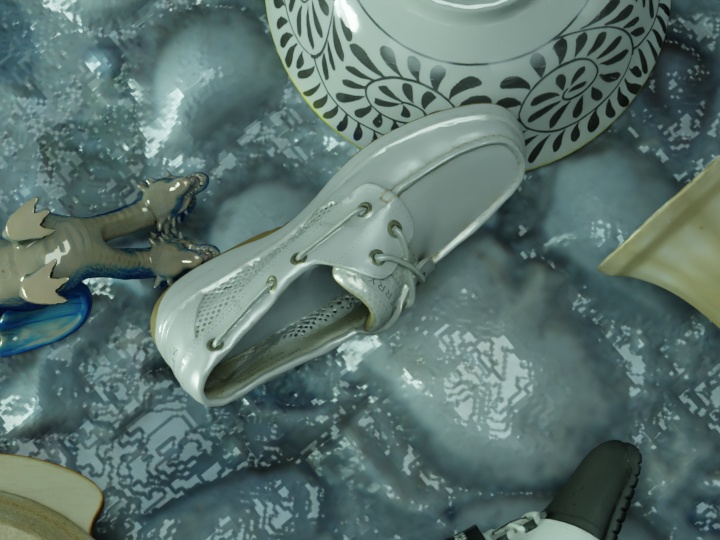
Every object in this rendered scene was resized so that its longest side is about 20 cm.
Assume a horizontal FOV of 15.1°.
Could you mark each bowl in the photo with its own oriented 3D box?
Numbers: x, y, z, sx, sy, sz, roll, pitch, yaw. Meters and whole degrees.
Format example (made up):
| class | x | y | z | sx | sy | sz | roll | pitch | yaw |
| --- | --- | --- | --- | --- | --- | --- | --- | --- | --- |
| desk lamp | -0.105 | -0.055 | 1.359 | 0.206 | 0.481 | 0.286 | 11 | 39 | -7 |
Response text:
| class | x | y | z | sx | sy | sz | roll | pitch | yaw |
| --- | --- | --- | --- | --- | --- | --- | --- | --- | --- |
| bowl | 0.051 | -0.151 | 1.284 | 0.201 | 0.094 | 0.201 | 0 | 78 | 2 |

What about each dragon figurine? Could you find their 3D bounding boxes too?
| class | x | y | z | sx | sy | sz | roll | pitch | yaw |
| --- | --- | --- | --- | --- | --- | --- | --- | --- | --- |
| dragon figurine | -0.163 | 0.005 | 1.275 | 0.200 | 0.099 | 0.059 | -22 | 80 | 17 |

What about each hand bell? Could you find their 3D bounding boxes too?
| class | x | y | z | sx | sy | sz | roll | pitch | yaw |
| --- | --- | --- | --- | --- | --- | --- | --- | --- | --- |
| hand bell | 0.214 | 0.037 | 1.244 | 0.104 | 0.104 | 0.200 | -42 | 85 | -7 |

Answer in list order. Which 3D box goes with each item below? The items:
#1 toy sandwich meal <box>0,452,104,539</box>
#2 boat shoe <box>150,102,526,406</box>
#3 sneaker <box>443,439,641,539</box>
| class | x | y | z | sx | sy | sz | roll | pitch | yaw |
| --- | --- | --- | --- | --- | --- | --- | --- | --- | --- |
| toy sandwich meal | -0.184 | 0.185 | 1.239 | 0.205 | 0.070 | 0.205 | 0 | 83 | 0 |
| boat shoe | 0.000 | 0.000 | 1.256 | 0.200 | 0.071 | 0.069 | -35 | 40 | 2 |
| sneaker | 0.051 | 0.148 | 1.233 | 0.088 | 0.074 | 0.200 | 35 | 81 | 6 |
